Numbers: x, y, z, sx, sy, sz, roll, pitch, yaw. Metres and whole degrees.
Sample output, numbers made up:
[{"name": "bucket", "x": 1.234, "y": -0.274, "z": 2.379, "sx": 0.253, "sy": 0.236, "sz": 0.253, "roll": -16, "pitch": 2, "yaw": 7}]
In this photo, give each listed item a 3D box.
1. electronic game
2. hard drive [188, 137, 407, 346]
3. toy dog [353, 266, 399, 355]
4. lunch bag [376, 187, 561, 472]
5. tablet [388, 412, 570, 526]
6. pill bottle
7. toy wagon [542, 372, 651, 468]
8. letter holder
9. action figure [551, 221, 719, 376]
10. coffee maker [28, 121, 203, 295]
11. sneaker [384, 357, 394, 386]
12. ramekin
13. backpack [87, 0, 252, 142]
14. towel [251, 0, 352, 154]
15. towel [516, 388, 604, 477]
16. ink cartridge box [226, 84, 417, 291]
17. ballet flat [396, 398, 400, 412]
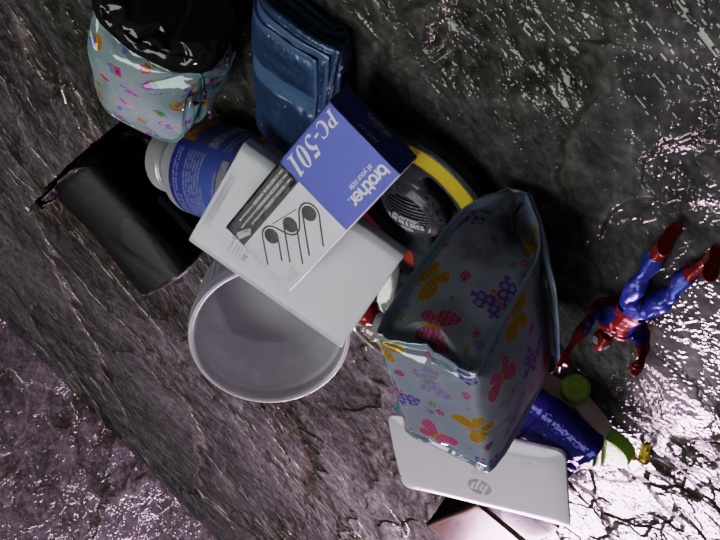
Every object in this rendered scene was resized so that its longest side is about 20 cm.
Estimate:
[{"name": "electronic game", "x": 0.054, "y": -0.066, "z": 1.097, "sx": 0.198, "sy": 0.042, "sz": 0.201, "roll": 30, "pitch": 152, "yaw": 18}, {"name": "hard drive", "x": -0.067, "y": -0.027, "z": 1.155, "sx": 0.199, "sy": 0.026, "sz": 0.133, "roll": 35, "pitch": 116, "yaw": -1}, {"name": "toy dog", "x": 0.000, "y": 0.000, "z": 1.227, "sx": 0.200, "sy": 0.097, "sz": 0.132, "roll": 42, "pitch": 169, "yaw": -12}, {"name": "lunch bag", "x": 0.118, "y": 0.048, "z": 1.000, "sx": 0.126, "sy": 0.201, "sz": 0.171, "roll": 19, "pitch": 147, "yaw": 26}, {"name": "tablet", "x": 0.129, "y": 0.217, "z": 1.198, "sx": 0.197, "sy": 0.014, "sz": 0.131, "roll": 10, "pitch": 136, "yaw": 24}, {"name": "pill bottle", "x": -0.157, "y": -0.111, "z": 1.265, "sx": 0.198, "sy": 0.112, "sz": 0.113, "roll": 20, "pitch": 147, "yaw": 40}, {"name": "toy wagon", "x": 0.224, "y": 0.165, "z": 1.214, "sx": 0.199, "sy": 0.040, "sz": 0.156, "roll": 29, "pitch": 152, "yaw": 28}, {"name": "letter holder", "x": 0.195, "y": 0.325, "z": 1.437, "sx": 0.142, "sy": 0.101, "sz": 0.200, "roll": 40, "pitch": 155, "yaw": 1}, {"name": "action figure", "x": 0.231, "y": 0.046, "z": 0.953, "sx": 0.065, "sy": 0.100, "sz": 0.200, "roll": 31, "pitch": 157, "yaw": 5}, {"name": "coffee maker", "x": -0.310, "y": -0.068, "z": 1.463, "sx": 0.201, "sy": 0.192, "sz": 0.134, "roll": 50, "pitch": 154, "yaw": -16}, {"name": "sneaker", "x": 0.083, "y": 0.146, "z": 1.297, "sx": 0.081, "sy": 0.075, "sz": 0.202, "roll": 100, "pitch": 153, "yaw": -65}, {"name": "ramekin", "x": -0.112, "y": 0.053, "z": 1.365, "sx": 0.201, "sy": 0.198, "sz": 0.106, "roll": 58, "pitch": -167, "yaw": -30}, {"name": "backpack", "x": -0.206, "y": -0.226, "z": 1.138, "sx": 0.166, "sy": 0.127, "sz": 0.200, "roll": 35, "pitch": 160, "yaw": 2}, {"name": "towel", "x": -0.063, "y": -0.182, "z": 1.089, "sx": 0.111, "sy": 0.049, "sz": 0.201, "roll": 37, "pitch": 154, "yaw": 16}, {"name": "towel", "x": 0.159, "y": 0.144, "z": 1.184, "sx": 0.199, "sy": 0.050, "sz": 0.148, "roll": 40, "pitch": 148, "yaw": 7}, {"name": "ink cartridge box", "x": -0.042, "y": -0.074, "z": 1.063, "sx": 0.094, "sy": 0.044, "sz": 0.200, "roll": 45, "pitch": 129, "yaw": -1}, {"name": "ballet flat", "x": 0.121, "y": 0.175, "z": 1.354, "sx": 0.073, "sy": 0.073, "sz": 0.199, "roll": 54, "pitch": 158, "yaw": -22}]
